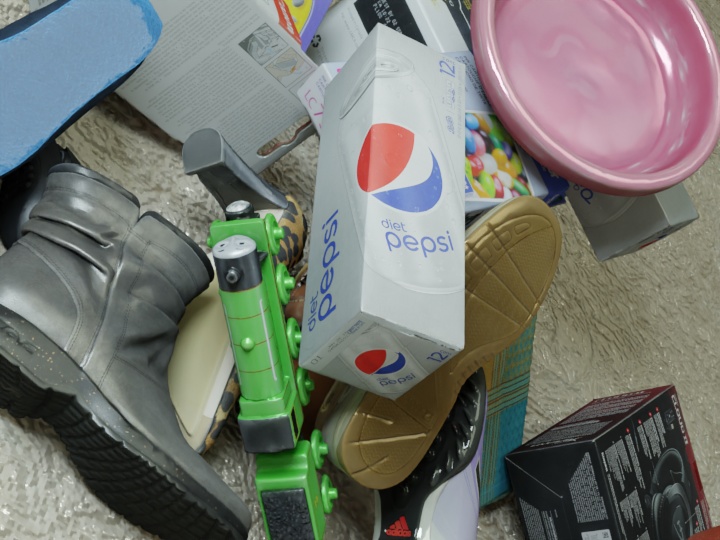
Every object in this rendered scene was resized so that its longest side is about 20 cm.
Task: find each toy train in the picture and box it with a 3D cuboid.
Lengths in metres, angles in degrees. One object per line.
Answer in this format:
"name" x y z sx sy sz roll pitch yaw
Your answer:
"toy train" -0.048 0.062 0.682 0.056 0.041 0.201 -74 156 -64

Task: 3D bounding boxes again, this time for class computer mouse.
"computer mouse" -0.173 -0.080 0.749 0.059 0.034 0.201 31 39 -35

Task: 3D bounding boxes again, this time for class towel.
"towel" 0.081 0.069 0.873 0.146 0.022 0.201 -10 108 -58

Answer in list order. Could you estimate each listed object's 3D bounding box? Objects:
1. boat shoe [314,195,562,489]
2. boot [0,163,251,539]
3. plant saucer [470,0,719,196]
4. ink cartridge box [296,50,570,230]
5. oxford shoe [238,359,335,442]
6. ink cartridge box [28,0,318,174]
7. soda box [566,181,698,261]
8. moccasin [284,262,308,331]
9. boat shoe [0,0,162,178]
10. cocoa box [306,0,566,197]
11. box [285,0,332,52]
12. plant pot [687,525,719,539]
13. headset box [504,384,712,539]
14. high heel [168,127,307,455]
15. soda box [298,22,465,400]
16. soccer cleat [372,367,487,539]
"boat shoe" 0.040 0.034 0.757 0.200 0.069 0.074 -50 116 -16
"boot" -0.107 0.044 0.663 0.200 0.070 0.132 47 49 -19
"plant saucer" 0.157 -0.140 0.877 0.199 0.051 0.202 9 68 -23
"ink cartridge box" 0.062 -0.087 0.854 0.199 0.042 0.120 -13 70 -46
"oxford shoe" -0.002 0.068 0.821 0.200 0.071 0.072 -14 75 -56
"ink cartridge box" -0.102 -0.144 0.813 0.200 0.109 0.051 39 23 -46
"soda box" 0.173 -0.112 0.961 0.068 0.063 0.201 -14 76 -56
"moccasin" 0.002 0.000 0.844 0.201 0.073 0.078 -29 124 -66
"boat shoe" -0.189 -0.084 0.682 0.200 0.069 0.084 -32 99 -34
"cocoa box" 0.056 -0.121 1.009 0.131 0.133 0.201 -1 63 -55
"box" -0.118 -0.202 0.864 0.200 0.048 0.118 31 82 -33
"plant pot" 0.173 0.254 0.752 0.201 0.194 0.202 44 37 -45
"headset box" 0.199 0.179 0.966 0.200 0.077 0.150 -17 92 -59
"high heel" -0.067 0.030 0.785 0.143 0.071 0.201 48 39 -58
"soda box" 0.015 -0.036 0.708 0.063 0.068 0.201 21 52 -23
"soccer cleat" 0.044 0.149 0.778 0.073 0.068 0.201 39 57 -52
